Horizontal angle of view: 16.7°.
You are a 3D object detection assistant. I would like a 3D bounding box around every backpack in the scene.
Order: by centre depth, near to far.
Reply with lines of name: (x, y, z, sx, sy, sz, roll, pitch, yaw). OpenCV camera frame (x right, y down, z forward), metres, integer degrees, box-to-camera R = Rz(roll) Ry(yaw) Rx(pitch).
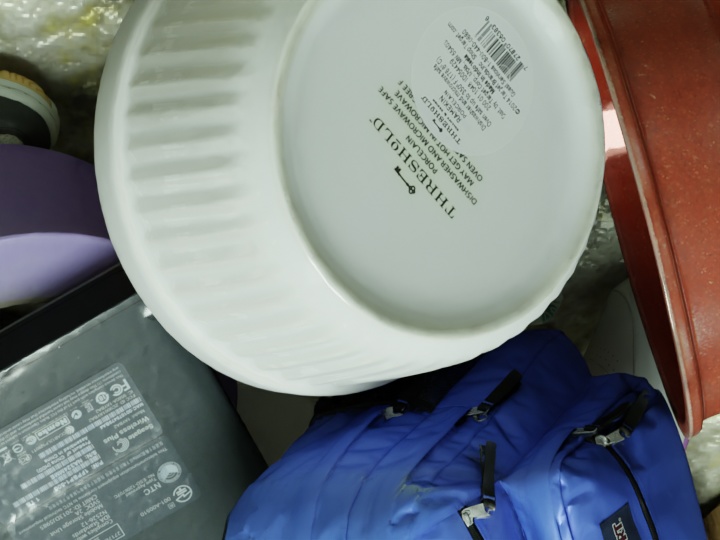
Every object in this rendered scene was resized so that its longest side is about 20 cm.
backpack: (0.042, 0.121, 1.031, 0.168, 0.200, 0.163, -15, 101, 36)

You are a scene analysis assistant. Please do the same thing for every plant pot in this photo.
plant pot: (0.204, -0.050, 1.021, 0.195, 0.201, 0.201, -15, 136, 3)

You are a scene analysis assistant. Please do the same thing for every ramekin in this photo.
ramekin: (0.004, -0.050, 0.975, 0.200, 0.200, 0.105, 28, 163, -28)

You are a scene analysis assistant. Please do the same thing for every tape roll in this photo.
tape roll: (-0.161, 0.051, 1.082, 0.200, 0.085, 0.200, -11, 123, -18)

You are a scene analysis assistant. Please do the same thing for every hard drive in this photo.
hard drive: (-0.107, 0.107, 1.056, 0.139, 0.033, 0.200, -30, 122, -4)

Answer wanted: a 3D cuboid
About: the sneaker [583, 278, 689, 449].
sneaker: (0.098, 0.094, 1.181, 0.099, 0.200, 0.075, 18, 177, -15)

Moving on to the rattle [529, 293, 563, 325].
rattle: (0.000, 0.000, 1.072, 0.130, 0.143, 0.200, -28, 112, 13)

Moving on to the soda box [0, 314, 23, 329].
soda box: (-0.184, 0.065, 1.208, 0.200, 0.071, 0.063, 6, 132, -9)

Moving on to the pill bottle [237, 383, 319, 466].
pill bottle: (-0.008, 0.131, 1.221, 0.114, 0.114, 0.200, -22, 149, 21)

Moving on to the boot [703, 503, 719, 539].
boot: (0.128, 0.155, 1.311, 0.201, 0.071, 0.144, 19, 127, -30)

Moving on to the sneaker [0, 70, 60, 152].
sneaker: (-0.220, -0.019, 1.107, 0.200, 0.088, 0.076, -25, 130, 21)
